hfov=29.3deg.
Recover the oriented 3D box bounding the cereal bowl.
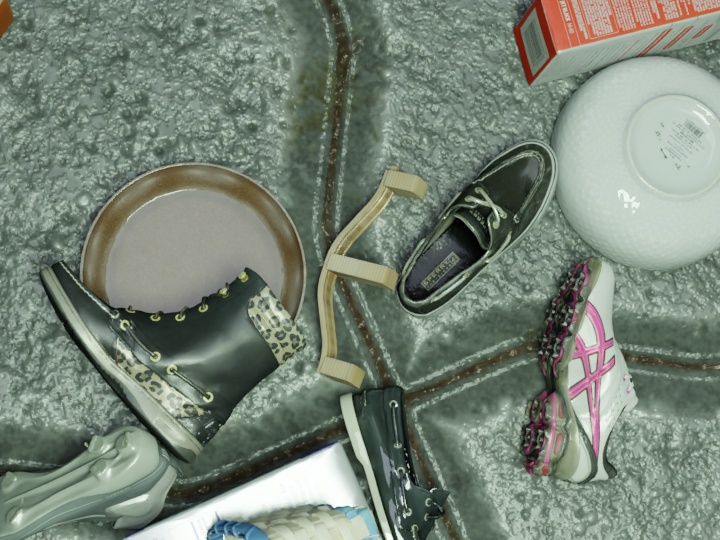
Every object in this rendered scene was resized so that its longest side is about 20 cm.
[{"bbox_3d":[0.276,-0.104,1.263,0.198,0.083,0.202,1,81,-5],"label":"cereal bowl"}]

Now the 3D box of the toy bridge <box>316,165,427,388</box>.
[{"bbox_3d":[0.000,0.000,1.232,0.067,0.027,0.201,13,80,31],"label":"toy bridge"}]

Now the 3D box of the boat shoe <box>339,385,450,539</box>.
[{"bbox_3d":[0.044,0.194,1.199,0.066,0.075,0.201,-21,75,3],"label":"boat shoe"}]

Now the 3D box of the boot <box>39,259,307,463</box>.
[{"bbox_3d":[-0.159,0.041,1.173,0.154,0.073,0.204,-40,89,-13],"label":"boot"}]

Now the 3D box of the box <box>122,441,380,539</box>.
[{"bbox_3d":[-0.074,0.268,1.160,0.199,0.105,0.185,-23,85,-9],"label":"box"}]

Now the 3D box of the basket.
[{"bbox_3d":[-0.077,0.254,1.020,0.199,0.176,0.140,-17,88,-20],"label":"basket"}]

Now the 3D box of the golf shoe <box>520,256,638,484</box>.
[{"bbox_3d":[0.205,0.090,1.236,0.091,0.073,0.202,11,91,-10],"label":"golf shoe"}]

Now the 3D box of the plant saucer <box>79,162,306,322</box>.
[{"bbox_3d":[-0.148,0.005,1.227,0.198,0.032,0.202,1,81,-6],"label":"plant saucer"}]

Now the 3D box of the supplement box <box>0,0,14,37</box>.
[{"bbox_3d":[-0.410,-0.263,1.222,0.199,0.069,0.067,33,79,-2],"label":"supplement box"}]

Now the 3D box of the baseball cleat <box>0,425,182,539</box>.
[{"bbox_3d":[-0.244,0.203,1.170,0.199,0.107,0.070,-23,45,17],"label":"baseball cleat"}]

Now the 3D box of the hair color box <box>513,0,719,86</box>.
[{"bbox_3d":[0.251,-0.234,1.264,0.198,0.111,0.064,-14,84,-8],"label":"hair color box"}]

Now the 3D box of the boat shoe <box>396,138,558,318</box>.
[{"bbox_3d":[0.108,-0.039,1.233,0.071,0.064,0.200,39,85,10],"label":"boat shoe"}]
